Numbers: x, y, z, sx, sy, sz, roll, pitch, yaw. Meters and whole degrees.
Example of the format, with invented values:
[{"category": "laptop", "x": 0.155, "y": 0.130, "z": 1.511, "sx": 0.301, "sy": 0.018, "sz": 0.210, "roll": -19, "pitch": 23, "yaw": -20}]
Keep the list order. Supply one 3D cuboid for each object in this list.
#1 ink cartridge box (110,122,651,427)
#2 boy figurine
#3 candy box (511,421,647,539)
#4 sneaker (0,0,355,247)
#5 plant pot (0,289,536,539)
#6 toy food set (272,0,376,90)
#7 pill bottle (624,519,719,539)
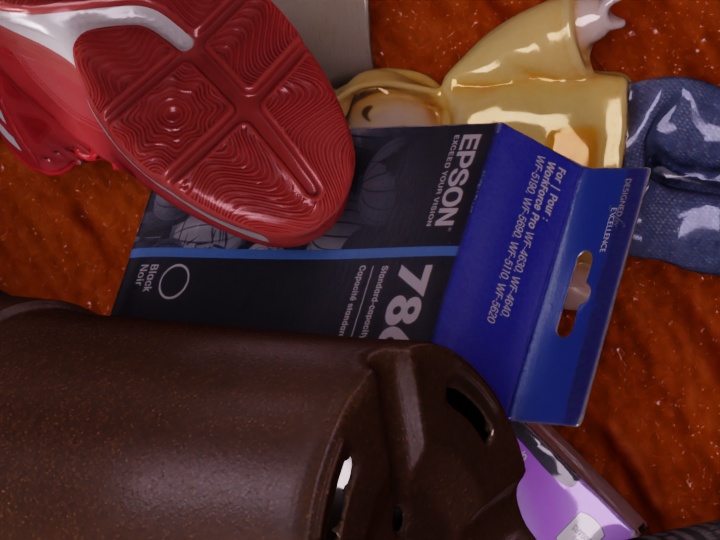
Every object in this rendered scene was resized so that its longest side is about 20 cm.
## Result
[{"category": "ink cartridge box", "x": 0.000, "y": 0.000, "z": 1.015, "sx": 0.199, "sy": 0.039, "sz": 0.100, "roll": 0, "pitch": 63, "yaw": 38}, {"category": "boy figurine", "x": 0.073, "y": -0.046, "z": 1.090, "sx": 0.198, "sy": 0.064, "sz": 0.125, "roll": 10, "pitch": 99, "yaw": 6}, {"category": "candy box", "x": -0.019, "y": 0.110, "z": 1.099, "sx": 0.168, "sy": 0.072, "sz": 0.200, "roll": 44, "pitch": 96, "yaw": 7}, {"category": "sneaker", "x": -0.075, "y": -0.061, "z": 1.048, "sx": 0.078, "sy": 0.116, "sz": 0.200, "roll": -41, "pitch": 67, "yaw": -15}, {"category": "plant pot", "x": -0.061, "y": 0.098, "z": 0.939, "sx": 0.197, "sy": 0.200, "sz": 0.202, "roll": -3, "pitch": 89, "yaw": 31}, {"category": "toy food set", "x": -0.063, "y": -0.166, "z": 1.121, "sx": 0.142, "sy": 0.060, "sz": 0.202, "roll": 0, "pitch": 98, "yaw": 9}, {"category": "pill bottle", "x": 0.135, "y": 0.143, "z": 1.020, "sx": 0.199, "sy": 0.114, "sz": 0.115, "roll": -10, "pitch": 88, "yaw": -17}]
